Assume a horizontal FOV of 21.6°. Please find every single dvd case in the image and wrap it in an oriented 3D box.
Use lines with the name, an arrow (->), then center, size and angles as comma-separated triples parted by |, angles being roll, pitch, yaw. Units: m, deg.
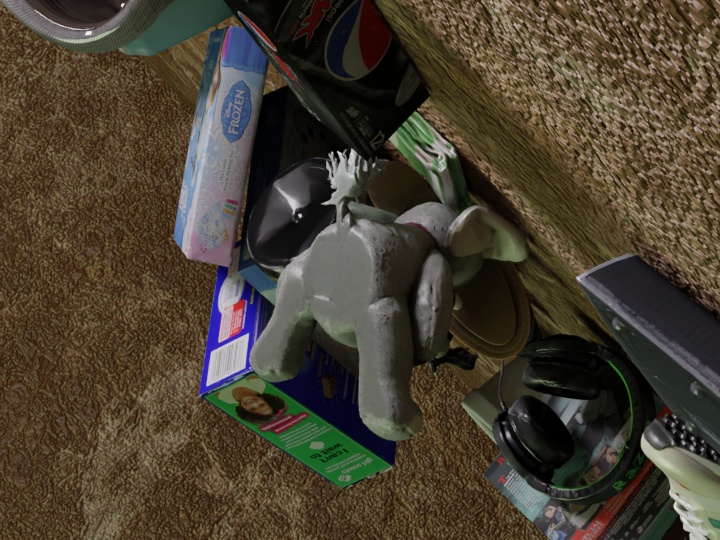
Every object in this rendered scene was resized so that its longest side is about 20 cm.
dvd case -> 0.190, 0.153, 1.505 | 0.022, 0.147, 0.200 | 35, -178, -33

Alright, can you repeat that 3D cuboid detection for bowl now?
bowl -> -0.206, -0.264, 1.637 | 0.201, 0.105, 0.201 | 46, 177, 3

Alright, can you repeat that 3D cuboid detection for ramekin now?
ramekin -> 0.201, 0.159, 1.796 | 0.200, 0.105, 0.200 | 45, 177, 3

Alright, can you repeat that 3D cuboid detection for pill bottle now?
pill bottle -> 0.000, 0.000, 1.627 | 0.200, 0.112, 0.112 | 41, 180, -43

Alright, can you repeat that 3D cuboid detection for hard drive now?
hard drive -> 0.208, 0.069, 1.112 | 0.135, 0.042, 0.200 | 42, 177, 38

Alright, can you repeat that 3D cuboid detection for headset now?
headset -> 0.140, 0.103, 1.495 | 0.094, 0.124, 0.199 | 22, -175, -46

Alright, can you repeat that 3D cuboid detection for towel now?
towel -> 0.004, -0.126, 1.420 | 0.200, 0.023, 0.153 | 44, 177, 15

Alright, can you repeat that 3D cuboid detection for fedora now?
fedora -> -0.197, -0.259, 1.415 | 0.200, 0.177, 0.090 | 44, -154, 18

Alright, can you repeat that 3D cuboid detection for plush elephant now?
plush elephant -> 0.029, 0.009, 1.393 | 0.164, 0.202, 0.154 | 13, -171, 42

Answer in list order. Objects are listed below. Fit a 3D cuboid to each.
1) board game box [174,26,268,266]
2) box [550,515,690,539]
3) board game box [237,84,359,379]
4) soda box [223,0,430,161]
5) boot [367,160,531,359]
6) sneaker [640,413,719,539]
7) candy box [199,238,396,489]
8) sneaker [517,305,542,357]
board game box -> -0.125, -0.114, 1.690 | 0.043, 0.201, 0.200 | 9, -176, -10
box -> 0.280, 0.262, 1.540 | 0.200, 0.166, 0.164 | 45, 177, -13
board game box -> -0.032, -0.033, 1.747 | 0.199, 0.043, 0.202 | 43, -140, -40
soda box -> -0.029, -0.151, 1.166 | 0.071, 0.063, 0.200 | 42, 176, 32
boot -> 0.087, 0.008, 1.532 | 0.200, 0.077, 0.155 | 46, -178, 28
sneaker -> 0.244, 0.175, 1.261 | 0.199, 0.094, 0.070 | 33, -169, -31
candy box -> -0.050, 0.082, 1.779 | 0.199, 0.077, 0.170 | 36, -136, -34
sneaker -> 0.103, 0.033, 1.745 | 0.083, 0.071, 0.199 | 53, 170, -28
